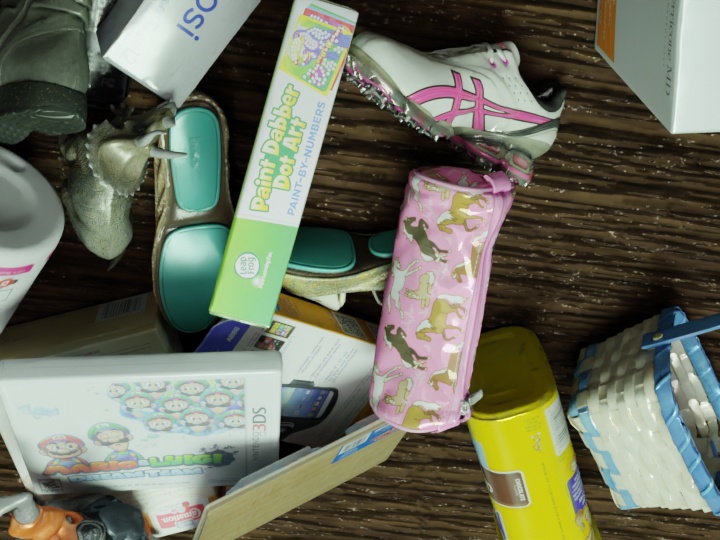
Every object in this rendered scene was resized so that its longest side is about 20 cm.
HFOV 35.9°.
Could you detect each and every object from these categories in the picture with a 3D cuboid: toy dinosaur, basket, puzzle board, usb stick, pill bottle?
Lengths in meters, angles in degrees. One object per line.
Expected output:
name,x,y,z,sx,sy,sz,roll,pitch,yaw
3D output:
toy dinosaur,-0.194,-0.058,0.825,0.077,0.103,0.200,3,135,-25
basket,0.285,0.111,0.923,0.199,0.139,0.177,-12,120,31
puzzle board,-0.047,0.169,0.919,0.199,0.017,0.151,-24,160,-24
usb stick,-0.183,-0.215,0.802,0.055,0.033,0.201,6,116,-17
pill bottle,-0.315,0.007,0.841,0.113,0.114,0.200,30,126,-17

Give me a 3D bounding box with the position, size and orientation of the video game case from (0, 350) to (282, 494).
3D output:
video game case,-0.161,0.120,0.850,0.199,0.024,0.182,-1,144,-7

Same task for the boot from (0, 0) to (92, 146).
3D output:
boot,-0.256,-0.162,0.801,0.199,0.068,0.131,0,80,35

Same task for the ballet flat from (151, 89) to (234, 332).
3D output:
ballet flat,-0.131,-0.049,0.870,0.070,0.065,0.201,0,118,-16

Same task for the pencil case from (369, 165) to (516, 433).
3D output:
pencil case,0.060,0.019,0.835,0.086,0.083,0.201,9,102,4

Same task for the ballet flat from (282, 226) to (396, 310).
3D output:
ballet flat,0.000,0.000,0.903,0.199,0.071,0.071,-4,117,-3

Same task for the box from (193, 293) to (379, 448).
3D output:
box,-0.060,0.082,0.911,0.200,0.042,0.119,21,115,-39

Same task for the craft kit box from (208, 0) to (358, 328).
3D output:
craft kit box,-0.053,-0.077,0.757,0.048,0.198,0.201,16,97,-3

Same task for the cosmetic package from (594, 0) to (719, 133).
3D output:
cosmetic package,0.218,-0.173,0.754,0.071,0.200,0.102,-4,116,-2

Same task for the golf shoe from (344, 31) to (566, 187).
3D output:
golf shoe,0.071,-0.138,0.821,0.200,0.073,0.092,21,102,-40

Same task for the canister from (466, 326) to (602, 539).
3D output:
canister,0.143,0.166,0.949,0.086,0.149,0.201,-16,114,5

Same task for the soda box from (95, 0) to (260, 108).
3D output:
soda box,-0.099,-0.217,0.773,0.068,0.063,0.200,32,105,-31

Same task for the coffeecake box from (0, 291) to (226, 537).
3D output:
coffeecake box,-0.214,0.135,0.950,0.153,0.073,0.201,-14,116,1

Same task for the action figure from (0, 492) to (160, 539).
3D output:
action figure,-0.196,0.235,0.862,0.105,0.193,0.200,-43,82,2
